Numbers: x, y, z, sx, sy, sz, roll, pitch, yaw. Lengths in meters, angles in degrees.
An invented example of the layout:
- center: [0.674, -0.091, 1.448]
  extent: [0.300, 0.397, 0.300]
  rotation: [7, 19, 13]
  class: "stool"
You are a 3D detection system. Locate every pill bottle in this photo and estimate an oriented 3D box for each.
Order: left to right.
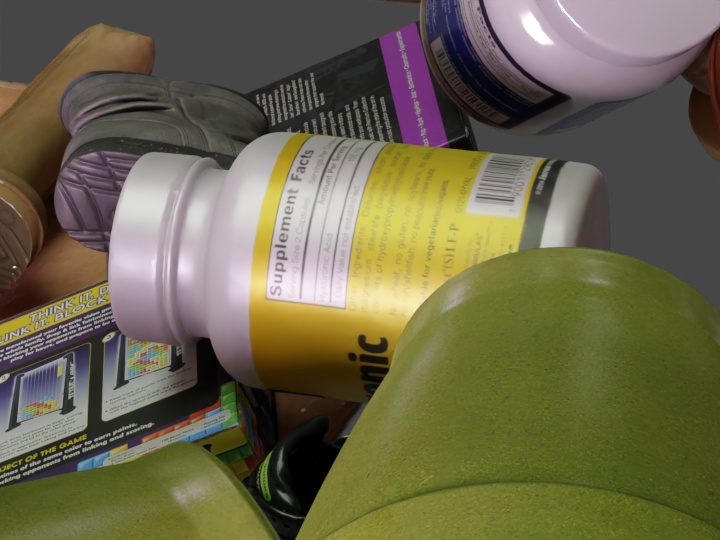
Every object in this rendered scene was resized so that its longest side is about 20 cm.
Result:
- center: [0.000, 0.000, 1.011]
  extent: [0.198, 0.112, 0.112]
  rotation: [7, 41, 14]
  class: "pill bottle"
- center: [0.101, -0.130, 1.103]
  extent: [0.115, 0.116, 0.200]
  rotation: [-33, 3, -11]
  class: "pill bottle"

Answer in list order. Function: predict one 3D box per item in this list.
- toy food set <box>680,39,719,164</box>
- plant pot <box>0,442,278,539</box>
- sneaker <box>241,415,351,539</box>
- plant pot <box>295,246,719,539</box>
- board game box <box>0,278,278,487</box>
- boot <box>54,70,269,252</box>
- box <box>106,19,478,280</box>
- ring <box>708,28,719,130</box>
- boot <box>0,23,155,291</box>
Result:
- center: [0.243, -0.129, 1.134]
  extent: [0.197, 0.049, 0.201]
  rotation: [-19, 32, 11]
  class: "toy food set"
- center: [-0.115, 0.158, 0.845]
  extent: [0.192, 0.202, 0.200]
  rotation: [-26, 29, -19]
  class: "plant pot"
- center: [-0.030, 0.098, 0.967]
  extent: [0.198, 0.083, 0.071]
  rotation: [-11, 34, 24]
  class: "sneaker"
- center: [0.063, 0.098, 0.777]
  extent: [0.199, 0.201, 0.194]
  rotation: [-14, 35, 19]
  class: "plant pot"
- center: [-0.137, 0.079, 1.102]
  extent: [0.199, 0.057, 0.166]
  rotation: [-21, 30, 8]
  class: "board game box"
- center: [-0.047, -0.046, 1.135]
  extent: [0.199, 0.070, 0.132]
  rotation: [18, 23, -10]
  class: "boot"
- center: [-0.039, -0.053, 1.244]
  extent: [0.199, 0.036, 0.143]
  rotation: [-21, 31, 7]
  class: "box"
- center: [0.249, -0.100, 1.038]
  extent: [0.199, 0.019, 0.202]
  rotation: [-8, 58, 13]
  class: "ring"
- center: [-0.176, -0.069, 1.305]
  extent: [0.175, 0.066, 0.200]
  rotation: [-20, 26, 50]
  class: "boot"
